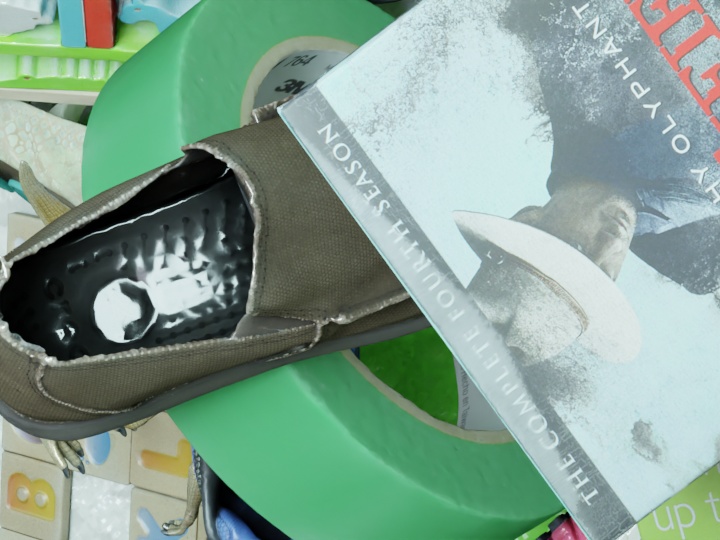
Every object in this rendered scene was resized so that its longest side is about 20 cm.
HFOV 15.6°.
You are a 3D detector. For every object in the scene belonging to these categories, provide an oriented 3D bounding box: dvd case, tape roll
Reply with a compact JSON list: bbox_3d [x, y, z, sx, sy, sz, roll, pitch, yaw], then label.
[{"bbox_3d":[0.099,-0.044,0.682,0.199,0.022,0.146,-36,92,5],"label":"dvd case"},{"bbox_3d":[0.000,0.000,0.853,0.048,0.200,0.201,-34,81,31],"label":"tape roll"}]

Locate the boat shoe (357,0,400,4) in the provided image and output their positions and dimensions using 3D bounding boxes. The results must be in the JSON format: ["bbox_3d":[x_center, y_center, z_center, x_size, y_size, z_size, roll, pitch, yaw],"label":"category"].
[{"bbox_3d":[0.004,-0.190,0.901,0.070,0.072,0.202,-2,104,16],"label":"boat shoe"}]

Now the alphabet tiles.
[{"bbox_3d":[-0.074,0.056,1.029,0.166,0.008,0.202,12,106,31],"label":"alphabet tiles"}]

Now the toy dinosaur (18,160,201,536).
[{"bbox_3d":[-0.068,0.033,0.963,0.200,0.058,0.101,41,119,-19],"label":"toy dinosaur"}]

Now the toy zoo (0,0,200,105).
[{"bbox_3d":[-0.094,-0.107,0.884,0.130,0.200,0.021,4,68,-3],"label":"toy zoo"}]

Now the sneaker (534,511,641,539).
[{"bbox_3d":[0.065,0.146,0.914,0.075,0.080,0.200,48,120,13],"label":"sneaker"}]

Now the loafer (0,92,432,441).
[{"bbox_3d":[-0.017,-0.009,0.723,0.199,0.071,0.073,-28,81,-2],"label":"loafer"}]

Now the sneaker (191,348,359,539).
[{"bbox_3d":[-0.026,0.088,0.912,0.075,0.079,0.201,-9,121,12],"label":"sneaker"}]

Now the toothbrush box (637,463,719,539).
[{"bbox_3d":[0.146,0.006,0.765,0.145,0.086,0.202,-12,94,32],"label":"toothbrush box"}]

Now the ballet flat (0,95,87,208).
[{"bbox_3d":[-0.124,-0.055,1.009,0.199,0.067,0.063,29,83,22],"label":"ballet flat"}]
